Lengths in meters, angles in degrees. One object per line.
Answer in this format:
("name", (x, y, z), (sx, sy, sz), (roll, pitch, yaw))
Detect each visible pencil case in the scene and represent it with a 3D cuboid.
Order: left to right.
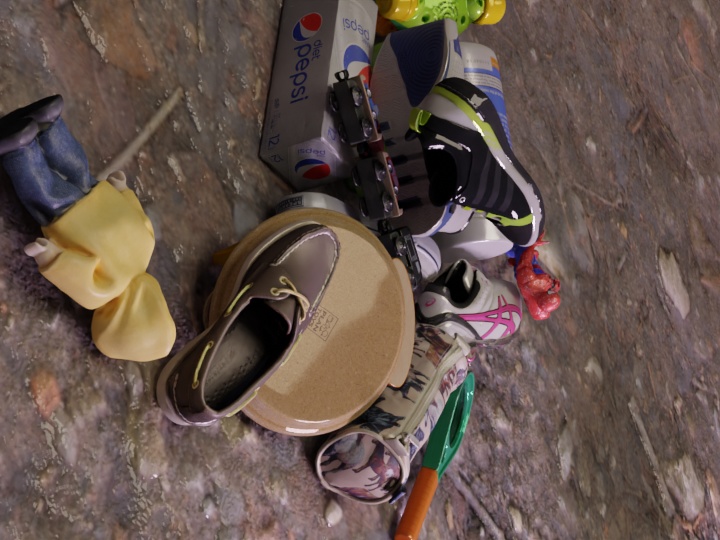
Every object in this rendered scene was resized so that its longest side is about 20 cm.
("pencil case", (0.034, 0.121, 1.508), (0.078, 0.089, 0.200), (64, 30, -19))

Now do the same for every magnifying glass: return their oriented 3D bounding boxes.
("magnifying glass", (0.071, 0.173, 1.591), (0.080, 0.022, 0.200), (87, 23, -45))

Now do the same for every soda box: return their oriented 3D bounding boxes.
("soda box", (-0.035, -0.172, 1.552), (0.063, 0.068, 0.200), (43, 41, -42))

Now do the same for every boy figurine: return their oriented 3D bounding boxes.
("boy figurine", (-0.191, -0.025, 1.222), (0.200, 0.064, 0.124), (62, 32, -23))

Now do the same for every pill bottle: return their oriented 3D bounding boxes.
("pill bottle", (0.094, -0.113, 1.698), (0.112, 0.112, 0.200), (14, 65, -57))

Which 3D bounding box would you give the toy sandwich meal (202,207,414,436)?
("toy sandwich meal", (-0.044, 0.039, 1.418), (0.205, 0.070, 0.206), (-2, 94, -32))

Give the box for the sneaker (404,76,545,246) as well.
("sneaker", (0.089, -0.079, 1.480), (0.083, 0.072, 0.200), (-47, 132, -15))

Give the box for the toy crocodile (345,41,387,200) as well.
("toy crocodile", (0.018, -0.137, 1.623), (0.062, 0.067, 0.200), (40, 44, -45))

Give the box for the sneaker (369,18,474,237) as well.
("sneaker", (0.071, -0.119, 1.574), (0.115, 0.080, 0.200), (18, 68, -59))

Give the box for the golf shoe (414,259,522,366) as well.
("golf shoe", (0.110, 0.032, 1.668), (0.200, 0.072, 0.092), (-29, 129, -61))

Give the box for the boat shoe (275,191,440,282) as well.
("boat shoe", (0.003, -0.001, 1.529), (0.202, 0.075, 0.086), (24, 56, -50))

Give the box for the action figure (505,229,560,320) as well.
("action figure", (0.177, 0.001, 1.770), (0.200, 0.052, 0.066), (-95, 164, -69))

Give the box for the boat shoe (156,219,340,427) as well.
("boat shoe", (-0.073, 0.038, 1.317), (0.200, 0.059, 0.072), (-49, 114, -26))

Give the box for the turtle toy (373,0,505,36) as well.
("turtle toy", (0.052, -0.309, 1.725), (0.146, 0.101, 0.200), (-2, 73, -34))

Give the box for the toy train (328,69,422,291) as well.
("toy train", (0.015, -0.077, 1.492), (0.046, 0.034, 0.200), (-26, 101, -59))
